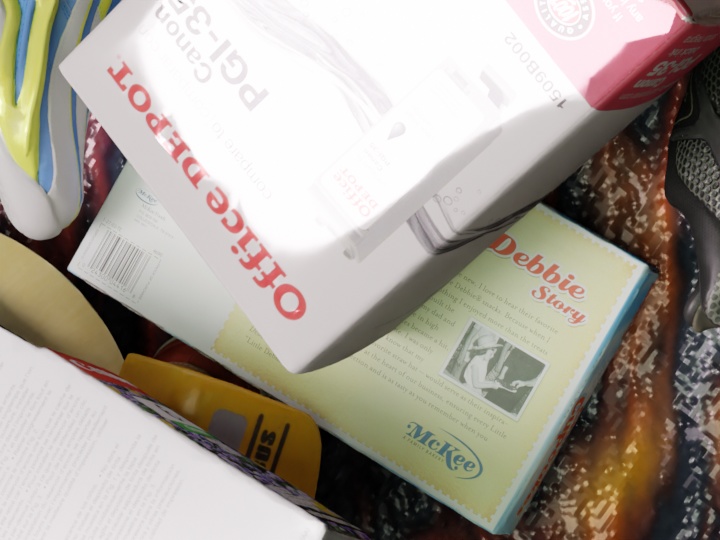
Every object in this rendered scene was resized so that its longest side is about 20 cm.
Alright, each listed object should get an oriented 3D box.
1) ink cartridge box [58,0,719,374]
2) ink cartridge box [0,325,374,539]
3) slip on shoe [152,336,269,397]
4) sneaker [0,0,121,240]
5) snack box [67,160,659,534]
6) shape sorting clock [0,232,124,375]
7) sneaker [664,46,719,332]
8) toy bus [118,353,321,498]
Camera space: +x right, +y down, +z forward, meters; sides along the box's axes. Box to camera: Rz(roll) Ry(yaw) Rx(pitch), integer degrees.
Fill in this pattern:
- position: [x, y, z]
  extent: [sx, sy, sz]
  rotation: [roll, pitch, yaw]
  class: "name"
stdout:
- position: [0.015, -0.081, 0.936]
  extent: [0.200, 0.083, 0.147]
  rotation: [-42, 82, 27]
  class: "ink cartridge box"
- position: [-0.101, 0.092, 0.945]
  extent: [0.199, 0.050, 0.109]
  rotation: [30, 92, 29]
  class: "ink cartridge box"
- position: [-0.083, 0.123, 1.085]
  extent: [0.074, 0.061, 0.201]
  rotation: [16, 106, 16]
  class: "slip on shoe"
- position: [-0.099, -0.115, 1.017]
  extent: [0.104, 0.076, 0.202]
  rotation: [-7, 91, -8]
  class: "sneaker"
- position: [0.000, 0.000, 1.031]
  extent: [0.199, 0.037, 0.117]
  rotation: [31, 93, 14]
  class: "snack box"
- position: [-0.182, 0.076, 1.037]
  extent: [0.198, 0.039, 0.201]
  rotation: [0, 76, 1]
  class: "shape sorting clock"
- position: [0.190, -0.003, 0.951]
  extent: [0.199, 0.076, 0.115]
  rotation: [36, 111, 16]
  class: "sneaker"
- position: [-0.077, 0.139, 1.000]
  extent: [0.065, 0.078, 0.201]
  rotation: [12, 82, 57]
  class: "toy bus"
